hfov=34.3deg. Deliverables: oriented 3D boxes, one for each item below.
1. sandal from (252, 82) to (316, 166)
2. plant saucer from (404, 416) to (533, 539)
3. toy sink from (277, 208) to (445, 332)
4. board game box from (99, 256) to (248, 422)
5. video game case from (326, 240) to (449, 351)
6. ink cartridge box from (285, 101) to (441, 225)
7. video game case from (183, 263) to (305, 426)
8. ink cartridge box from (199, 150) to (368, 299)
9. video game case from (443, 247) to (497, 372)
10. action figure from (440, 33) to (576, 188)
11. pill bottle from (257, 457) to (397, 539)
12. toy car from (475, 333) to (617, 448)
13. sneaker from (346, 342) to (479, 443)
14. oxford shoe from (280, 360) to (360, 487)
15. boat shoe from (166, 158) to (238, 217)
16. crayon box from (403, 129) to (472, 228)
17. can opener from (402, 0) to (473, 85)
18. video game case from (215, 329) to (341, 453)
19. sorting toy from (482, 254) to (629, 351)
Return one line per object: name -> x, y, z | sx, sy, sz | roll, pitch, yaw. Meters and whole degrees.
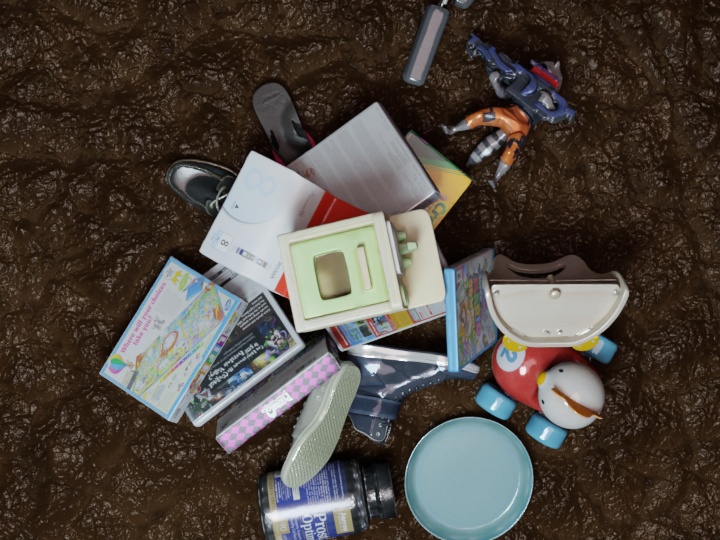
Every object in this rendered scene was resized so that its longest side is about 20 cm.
sandal -> -0.098, -0.178, 1.701 | 0.075, 0.045, 0.201 | -29, 98, 0
plant saucer -> 0.165, 0.320, 1.795 | 0.198, 0.027, 0.203 | 0, 98, -3
toy sink -> 0.004, -0.003, 1.535 | 0.198, 0.112, 0.132 | -12, 87, 5
board game box -> -0.271, 0.099, 1.694 | 0.134, 0.034, 0.201 | 30, 85, 19
video game case -> 0.037, 0.038, 1.655 | 0.198, 0.018, 0.143 | -20, 136, 10
ink cartridge box -> -0.010, -0.117, 1.656 | 0.199, 0.057, 0.163 | -35, 75, 11
video game case -> -0.206, 0.097, 1.709 | 0.199, 0.023, 0.183 | -36, 71, 3
ink cartridge box -> -0.102, -0.051, 1.617 | 0.199, 0.047, 0.161 | 27, 86, 18
video game case -> 0.160, 0.052, 1.674 | 0.018, 0.200, 0.145 | 0, 99, 22
action figure -> 0.209, -0.244, 1.700 | 0.193, 0.105, 0.200 | -40, 71, -3
pill bottle -> -0.049, 0.342, 1.746 | 0.198, 0.112, 0.113 | -10, 99, -1
toy car -> 0.283, 0.164, 1.690 | 0.176, 0.200, 0.185 | 30, 96, -6
sneaker -> 0.072, 0.187, 1.739 | 0.200, 0.077, 0.148 | 6, 87, 6
oxford shoe -> -0.065, 0.220, 1.702 | 0.075, 0.057, 0.202 | 28, 85, -49
boat shoe -> -0.190, -0.105, 1.698 | 0.199, 0.068, 0.072 | 27, 96, -4
crayon box -> 0.056, -0.092, 1.714 | 0.118, 0.058, 0.201 | 37, 95, -7
can opener -> 0.118, -0.360, 1.681 | 0.066, 0.053, 0.202 | 23, 97, -6
video game case -> -0.118, 0.165, 1.682 | 0.199, 0.181, 0.036 | -37, 102, 2
sorting toy -> 0.265, 0.024, 1.683 | 0.197, 0.181, 0.108 | 0, 121, -1
